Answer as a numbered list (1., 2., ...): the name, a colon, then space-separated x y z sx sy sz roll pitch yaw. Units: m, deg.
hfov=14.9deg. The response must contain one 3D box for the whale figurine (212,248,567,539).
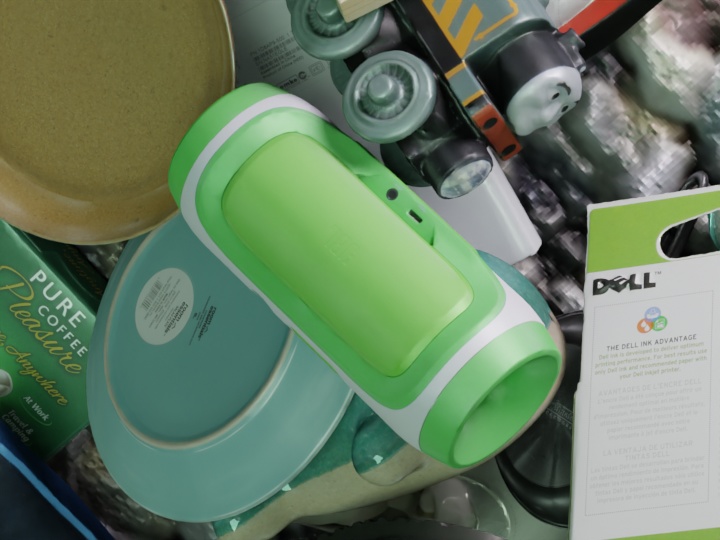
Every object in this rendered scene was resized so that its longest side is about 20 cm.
1. whale figurine: 0.003 0.060 1.383 0.200 0.159 0.104 -29 101 11

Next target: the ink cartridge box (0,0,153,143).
1. ink cartridge box: -0.190 -0.124 1.439 0.199 0.050 0.109 2 108 28

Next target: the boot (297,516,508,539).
1. boot: 0.003 0.212 1.353 0.211 0.079 0.158 -17 61 45

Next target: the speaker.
1. speaker: 0.000 0.000 1.290 0.200 0.088 0.089 44 114 23

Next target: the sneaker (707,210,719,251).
1. sneaker: 0.203 0.000 1.385 0.088 0.075 0.200 33 101 2

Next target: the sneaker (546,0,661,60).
1. sneaker: 0.102 -0.170 1.359 0.201 0.067 0.108 -36 78 32

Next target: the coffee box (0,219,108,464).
1. coffee box: -0.217 0.063 1.514 0.200 0.044 0.123 -42 96 21

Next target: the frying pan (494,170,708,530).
1. frying pan: 0.133 0.051 1.407 0.190 0.031 0.115 -48 55 24

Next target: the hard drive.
1. hard drive: -0.011 -0.070 1.433 0.132 0.027 0.200 -27 99 19

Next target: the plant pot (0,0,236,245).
1. plant pot: -0.145 -0.112 1.374 0.199 0.027 0.201 9 112 24

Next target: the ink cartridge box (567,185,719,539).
1. ink cartridge box: 0.184 0.060 1.329 0.147 0.201 0.076 -9 147 23

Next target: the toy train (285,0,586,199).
1. toy train: 0.026 -0.131 1.322 0.114 0.085 0.200 -35 62 6

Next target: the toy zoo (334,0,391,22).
1. toy zoo: 0.009 -0.225 1.318 0.131 0.020 0.200 -26 62 -2

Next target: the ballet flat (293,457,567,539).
1. ballet flat: 0.016 0.126 1.469 0.199 0.069 0.070 12 110 9

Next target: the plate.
1. plate: -0.074 0.027 1.387 0.200 0.026 0.201 -17 63 37

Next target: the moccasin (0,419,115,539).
1. moccasin: -0.177 0.151 1.493 0.068 0.080 0.200 -38 120 0
